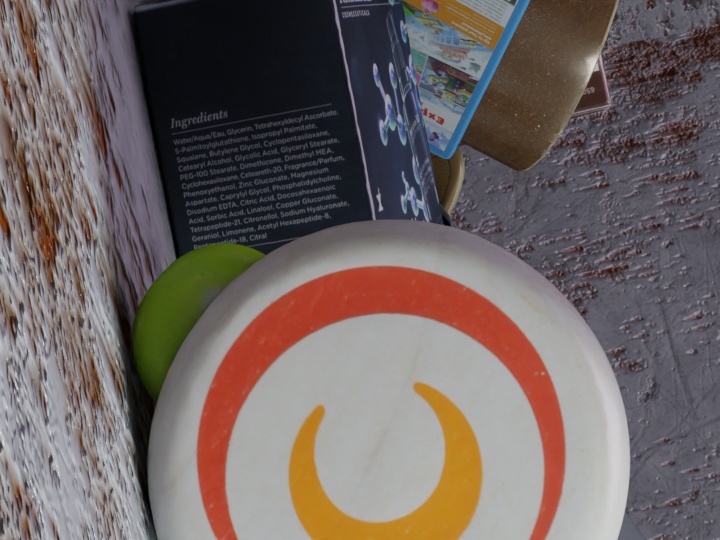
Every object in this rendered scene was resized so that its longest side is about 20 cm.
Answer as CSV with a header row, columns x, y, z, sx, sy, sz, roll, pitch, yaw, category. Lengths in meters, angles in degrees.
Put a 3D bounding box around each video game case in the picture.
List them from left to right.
x,y,z,sx,sy,sz,roll,pitch,yaw,category
0.021,-0.163,1.193,0.018,0.142,0.201,-59,177,-43,video game case

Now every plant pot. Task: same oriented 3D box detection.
x,y,z,sx,sy,sz,roll,pitch,yaw,category
0.034,-0.179,1.294,0.187,0.199,0.188,-161,-90,-79,plant pot

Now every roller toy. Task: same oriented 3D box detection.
x,y,z,sx,sy,sz,roll,pitch,yaw,category
0.013,0.083,0.865,0.140,0.181,0.202,77,3,-79,roller toy

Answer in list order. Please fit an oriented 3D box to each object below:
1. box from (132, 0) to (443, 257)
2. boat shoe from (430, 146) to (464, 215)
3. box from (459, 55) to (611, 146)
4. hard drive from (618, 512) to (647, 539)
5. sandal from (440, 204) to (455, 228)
x,y,z,sx,sy,sz,roll,pitch,yaw,category
-0.028,-0.049,1.135,0.148,0.106,0.202,-30,110,-73,box
0.000,0.000,1.315,0.073,0.201,0.063,42,17,19,boat shoe
0.058,-0.171,1.568,0.200,0.163,0.167,177,-100,-76,box
0.114,0.144,1.270,0.200,0.033,0.140,53,20,-3,hard drive
0.030,-0.005,1.238,0.201,0.076,0.043,56,26,17,sandal
